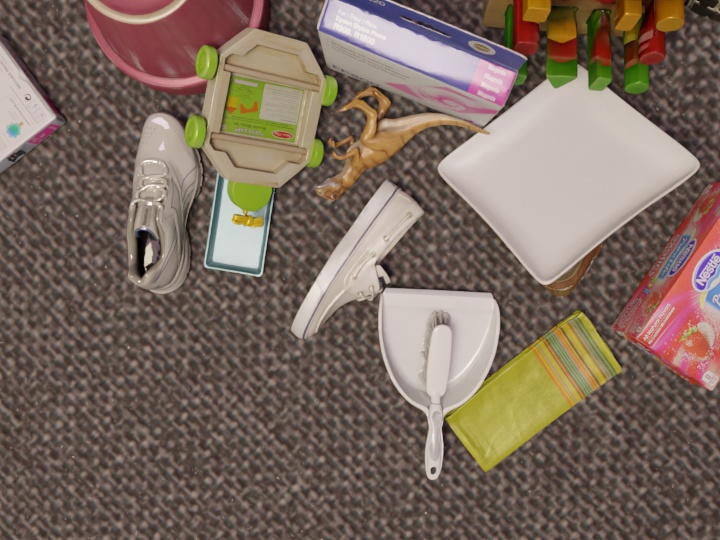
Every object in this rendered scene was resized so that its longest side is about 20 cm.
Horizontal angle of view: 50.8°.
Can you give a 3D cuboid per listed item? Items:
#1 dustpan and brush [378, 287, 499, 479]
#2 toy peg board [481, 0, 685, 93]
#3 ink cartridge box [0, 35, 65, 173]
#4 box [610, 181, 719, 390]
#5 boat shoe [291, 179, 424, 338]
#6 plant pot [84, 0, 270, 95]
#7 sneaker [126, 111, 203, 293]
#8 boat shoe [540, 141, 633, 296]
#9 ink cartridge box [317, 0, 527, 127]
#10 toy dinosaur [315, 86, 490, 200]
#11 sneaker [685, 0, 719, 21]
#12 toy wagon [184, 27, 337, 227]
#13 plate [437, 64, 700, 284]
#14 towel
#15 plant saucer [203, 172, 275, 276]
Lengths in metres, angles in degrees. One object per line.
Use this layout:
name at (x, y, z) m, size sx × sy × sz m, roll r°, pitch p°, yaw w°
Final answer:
dustpan and brush at (0.084, 0.127, 0.843) m, size 0.137 × 0.057 × 0.203 m, roll 3°, pitch 100°, yaw -7°
toy peg board at (0.232, -0.256, 0.741) m, size 0.197 × 0.199 × 0.099 m, roll 3°, pitch 78°, yaw -1°
ink cartridge box at (-0.450, -0.158, 0.857) m, size 0.199 × 0.042 × 0.120 m, roll -37°, pitch 92°, yaw 0°
box at (0.376, 0.013, 0.814) m, size 0.099 × 0.095 × 0.201 m, roll 34°, pitch 93°, yaw 1°
boat shoe at (0.000, 0.000, 0.841) m, size 0.069 × 0.071 × 0.201 m, roll 35°, pitch 87°, yaw 2°
plant pot at (-0.201, -0.293, 0.774) m, size 0.197 × 0.179 × 0.203 m, roll 0°, pitch 94°, yaw 1°
sneaker at (-0.219, -0.074, 0.832) m, size 0.073 × 0.087 × 0.203 m, roll 1°, pitch 92°, yaw 3°
boat shoe at (0.245, -0.067, 0.831) m, size 0.071 × 0.068 × 0.201 m, roll 24°, pitch 76°, yaw 35°
ink cartridge box at (0.054, -0.208, 0.761) m, size 0.194 × 0.200 × 0.044 m, roll 22°, pitch 93°, yaw 1°
toy dinosaur at (0.030, -0.152, 0.844) m, size 0.198 × 0.061 × 0.107 m, roll -29°, pitch 106°, yaw 13°
sneaker at (0.365, -0.344, 0.809) m, size 0.199 × 0.077 × 0.085 m, roll 37°, pitch 88°, yaw -1°
toy wagon at (-0.109, -0.148, 0.805) m, size 0.153 × 0.039 × 0.203 m, roll 4°, pitch 106°, yaw -35°
plate at (0.212, -0.104, 0.802) m, size 0.199 × 0.032 × 0.201 m, roll -38°, pitch 56°, yaw 0°
towel at (0.197, 0.139, 0.865) m, size 0.199 × 0.018 × 0.086 m, roll -38°, pitch 90°, yaw 3°
plant saucer at (-0.130, -0.098, 0.862) m, size 0.069 × 0.019 × 0.203 m, roll 9°, pitch 94°, yaw 1°
